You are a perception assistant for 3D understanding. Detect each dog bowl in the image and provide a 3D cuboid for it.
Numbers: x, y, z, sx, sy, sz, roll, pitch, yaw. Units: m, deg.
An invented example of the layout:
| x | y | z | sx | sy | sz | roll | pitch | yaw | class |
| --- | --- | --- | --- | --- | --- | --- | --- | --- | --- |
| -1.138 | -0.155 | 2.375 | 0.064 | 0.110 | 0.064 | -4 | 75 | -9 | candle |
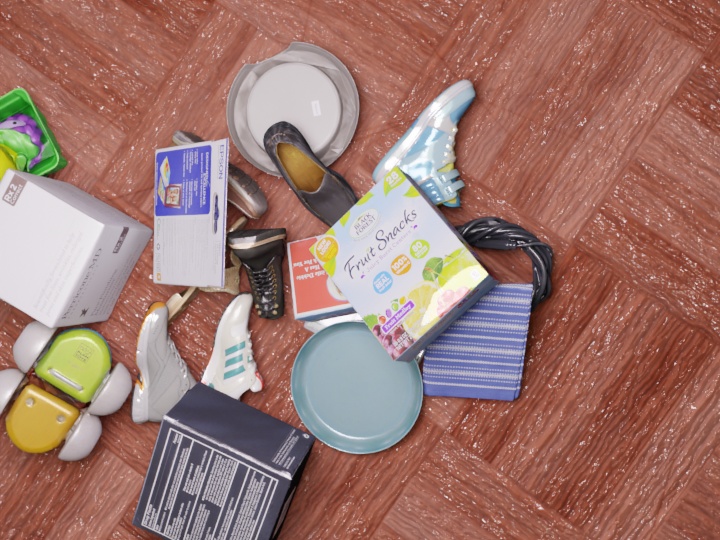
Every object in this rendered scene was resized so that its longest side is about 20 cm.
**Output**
| x | y | z | sx | sy | sz | roll | pitch | yaw | class |
| --- | --- | --- | --- | --- | --- | --- | --- | --- | --- |
| -0.097 | -0.236 | 1.331 | 0.198 | 0.059 | 0.202 | 0 | 90 | 6 | dog bowl |

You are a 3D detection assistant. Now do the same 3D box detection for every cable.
| x | y | z | sx | sy | sz | roll | pitch | yaw | class |
| --- | --- | --- | --- | --- | --- | --- | --- | --- | --- |
| 0.182 | 0.005 | 1.286 | 0.199 | 0.051 | 0.164 | -27 | 85 | 6 | cable |

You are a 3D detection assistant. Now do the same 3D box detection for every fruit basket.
| x | y | z | sx | sy | sz | roll | pitch | yaw | class |
| --- | --- | --- | --- | --- | --- | --- | --- | --- | --- |
| -0.554 | -0.162 | 1.312 | 0.214 | 0.216 | 0.156 | -28 | 86 | 5 | fruit basket |

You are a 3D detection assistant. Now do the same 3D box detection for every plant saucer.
| x | y | z | sx | sy | sz | roll | pitch | yaw | class |
| --- | --- | --- | --- | --- | --- | --- | --- | --- | --- |
| -0.005 | 0.171 | 1.314 | 0.198 | 0.027 | 0.202 | 2 | 98 | 11 | plant saucer |

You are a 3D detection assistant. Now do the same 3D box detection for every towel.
| x | y | z | sx | sy | sz | roll | pitch | yaw | class |
| --- | --- | --- | --- | --- | --- | --- | --- | --- | --- |
| 0.163 | 0.100 | 1.258 | 0.143 | 0.024 | 0.201 | 3 | 121 | 1 | towel |

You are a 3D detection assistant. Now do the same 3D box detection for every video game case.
| x | y | z | sx | sy | sz | roll | pitch | yaw | class |
| --- | --- | --- | --- | --- | --- | --- | --- | --- | --- |
| 0.038 | 0.037 | 1.329 | 0.181 | 0.023 | 0.201 | 27 | 91 | 7 | video game case |

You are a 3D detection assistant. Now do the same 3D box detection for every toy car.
| x | y | z | sx | sy | sz | roll | pitch | yaw | class |
| --- | --- | --- | --- | --- | --- | --- | --- | --- | --- |
| -0.442 | 0.168 | 1.320 | 0.174 | 0.150 | 0.201 | 33 | 97 | -12 | toy car |

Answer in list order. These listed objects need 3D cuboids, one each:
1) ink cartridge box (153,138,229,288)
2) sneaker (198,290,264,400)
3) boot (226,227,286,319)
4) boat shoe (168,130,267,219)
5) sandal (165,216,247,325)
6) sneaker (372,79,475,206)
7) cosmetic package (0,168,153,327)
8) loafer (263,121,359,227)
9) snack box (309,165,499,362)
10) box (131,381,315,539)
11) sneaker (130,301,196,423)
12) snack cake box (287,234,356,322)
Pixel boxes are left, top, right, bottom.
| x | y | z | sx | sy | sz | roll | pitch | yaw | class |
| --- | --- | --- | --- | --- | --- | --- | --- | --- | --- |
| -0.225 | -0.076 | 1.239 | 0.199 | 0.047 | 0.200 | 3 | 91 | 47 | ink cartridge box |
| -0.178 | 0.133 | 1.330 | 0.093 | 0.070 | 0.201 | 20 | 96 | 4 | sneaker |
| -0.136 | 0.010 | 1.262 | 0.077 | 0.200 | 0.140 | -2 | 93 | 9 | boot |
| -0.219 | -0.131 | 1.330 | 0.200 | 0.076 | 0.072 | 40 | 103 | 25 | boat shoe |
| -0.215 | 0.019 | 1.336 | 0.070 | 0.078 | 0.212 | 42 | 102 | 1 | sandal |
| 0.126 | -0.168 | 1.296 | 0.131 | 0.079 | 0.200 | 44 | 103 | 8 | sneaker |
| -0.437 | -0.030 | 1.293 | 0.164 | 0.200 | 0.166 | 28 | 94 | 5 | cosmetic package |
| -0.066 | -0.121 | 1.271 | 0.073 | 0.072 | 0.200 | -41 | 110 | 11 | loafer |
| 0.055 | -0.008 | 1.180 | 0.169 | 0.068 | 0.200 | -44 | 67 | 11 | snack box |
| -0.195 | 0.300 | 1.273 | 0.197 | 0.123 | 0.201 | 24 | 113 | 6 | box |
| -0.289 | 0.140 | 1.331 | 0.091 | 0.076 | 0.201 | 7 | 114 | -6 | sneaker |
| 0.000 | 0.000 | 1.274 | 0.198 | 0.067 | 0.116 | -12 | 79 | 20 | snack cake box |
